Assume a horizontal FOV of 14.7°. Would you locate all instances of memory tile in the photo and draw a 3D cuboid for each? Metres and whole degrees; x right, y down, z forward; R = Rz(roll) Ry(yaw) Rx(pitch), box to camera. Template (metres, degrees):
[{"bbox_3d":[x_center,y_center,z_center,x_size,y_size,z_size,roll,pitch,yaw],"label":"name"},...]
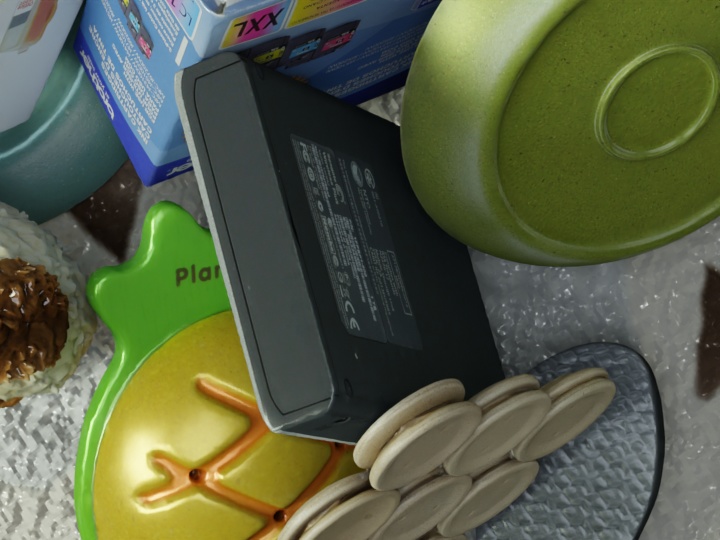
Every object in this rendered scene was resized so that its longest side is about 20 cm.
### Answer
[{"bbox_3d":[0.006,0.107,1.112,0.200,0.153,0.017,-48,67,29],"label":"memory tile"}]

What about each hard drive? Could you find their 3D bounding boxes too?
[{"bbox_3d":[0.000,0.000,1.092,0.033,0.200,0.140,-21,75,19],"label":"hard drive"}]

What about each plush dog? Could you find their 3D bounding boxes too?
[{"bbox_3d":[-0.191,0.003,1.141,0.171,0.200,0.161,17,87,-3],"label":"plush dog"}]

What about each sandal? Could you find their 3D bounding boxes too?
[{"bbox_3d":[0.084,0.126,1.189,0.076,0.043,0.201,11,98,15],"label":"sandal"}]

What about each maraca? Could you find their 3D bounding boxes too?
[{"bbox_3d":[-0.055,0.062,1.151,0.137,0.107,0.201,-14,115,-27],"label":"maraca"}]

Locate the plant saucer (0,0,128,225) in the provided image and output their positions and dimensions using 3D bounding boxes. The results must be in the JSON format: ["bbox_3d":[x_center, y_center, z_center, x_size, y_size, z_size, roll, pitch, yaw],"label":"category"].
[{"bbox_3d":[-0.179,-0.112,1.203,0.199,0.036,0.201,0,93,6],"label":"plant saucer"}]

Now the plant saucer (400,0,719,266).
[{"bbox_3d":[0.112,-0.074,1.107,0.200,0.200,0.031,-39,46,7],"label":"plant saucer"}]

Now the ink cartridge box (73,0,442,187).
[{"bbox_3d":[-0.032,-0.110,1.111,0.136,0.200,0.077,-23,78,-20],"label":"ink cartridge box"}]

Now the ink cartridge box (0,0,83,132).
[{"bbox_3d":[-0.168,-0.167,1.089,0.145,0.083,0.200,39,122,17],"label":"ink cartridge box"}]
